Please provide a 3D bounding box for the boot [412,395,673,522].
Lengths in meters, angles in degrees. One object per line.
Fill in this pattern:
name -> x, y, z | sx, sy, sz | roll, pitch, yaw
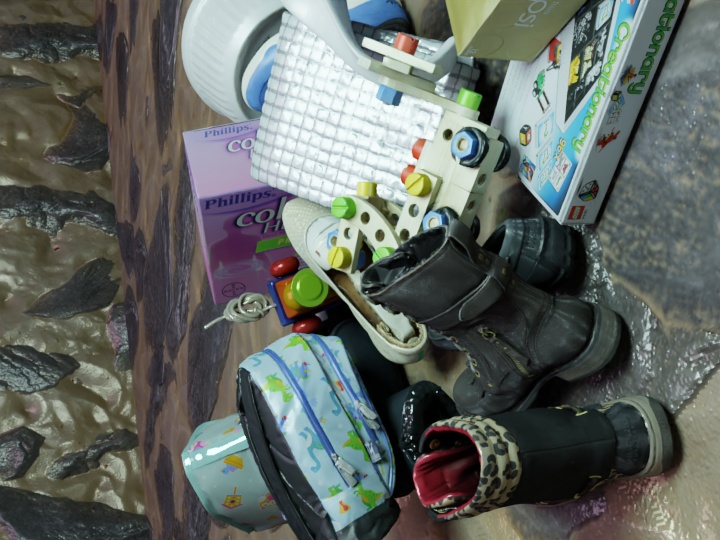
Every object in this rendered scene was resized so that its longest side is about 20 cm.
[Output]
boot -> 0.107, 0.140, 0.630 | 0.200, 0.148, 0.074 | 142, 121, -62

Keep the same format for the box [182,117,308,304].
box -> -0.099, -0.071, 0.999 | 0.201, 0.173, 0.098 | 95, 160, -54

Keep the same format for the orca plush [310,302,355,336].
orca plush -> -0.004, 0.094, 0.984 | 0.070, 0.105, 0.203 | -12, 77, 34

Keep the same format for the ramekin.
ramekin -> -0.098, -0.251, 1.015 | 0.105, 0.198, 0.202 | 47, 135, 42

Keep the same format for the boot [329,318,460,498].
boot -> 0.039, 0.128, 0.874 | 0.168, 0.075, 0.203 | 137, 120, -64

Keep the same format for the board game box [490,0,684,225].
board game box -> 0.157, -0.152, 0.627 | 0.127, 0.034, 0.202 | -120, 36, -48

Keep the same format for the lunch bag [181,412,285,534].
lunch bag -> -0.097, 0.212, 1.001 | 0.201, 0.168, 0.123 | 65, -173, -59

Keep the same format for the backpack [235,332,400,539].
backpack -> -0.043, 0.160, 0.829 | 0.200, 0.153, 0.163 | 48, 163, 4

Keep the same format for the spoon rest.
spoon rest -> -0.015, -0.212, 0.724 | 0.199, 0.061, 0.100 | 35, 167, 14

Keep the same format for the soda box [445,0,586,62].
soda box -> 0.127, -0.219, 0.562 | 0.200, 0.067, 0.065 | 133, 131, -59

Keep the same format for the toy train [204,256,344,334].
toy train -> -0.065, 0.025, 0.902 | 0.116, 0.198, 0.086 | 153, 96, -77

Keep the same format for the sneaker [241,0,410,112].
sneaker -> -0.034, -0.202, 0.907 | 0.077, 0.198, 0.112 | 45, -158, -51

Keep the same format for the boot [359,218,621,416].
boot -> 0.075, 0.038, 0.652 | 0.200, 0.172, 0.070 | -43, 28, 50

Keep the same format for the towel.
towel -> 0.007, -0.136, 0.806 | 0.198, 0.085, 0.168 | 20, 100, 22

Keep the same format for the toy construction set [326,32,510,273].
toy construction set -> 0.039, -0.079, 0.687 | 0.130, 0.091, 0.203 | 31, 123, 35

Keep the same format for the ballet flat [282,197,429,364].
ballet flat -> 0.000, 0.000, 0.824 | 0.200, 0.067, 0.062 | 49, 169, 7

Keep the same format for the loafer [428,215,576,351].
loafer -> 0.099, 0.011, 0.722 | 0.201, 0.069, 0.069 | 131, 150, -57
